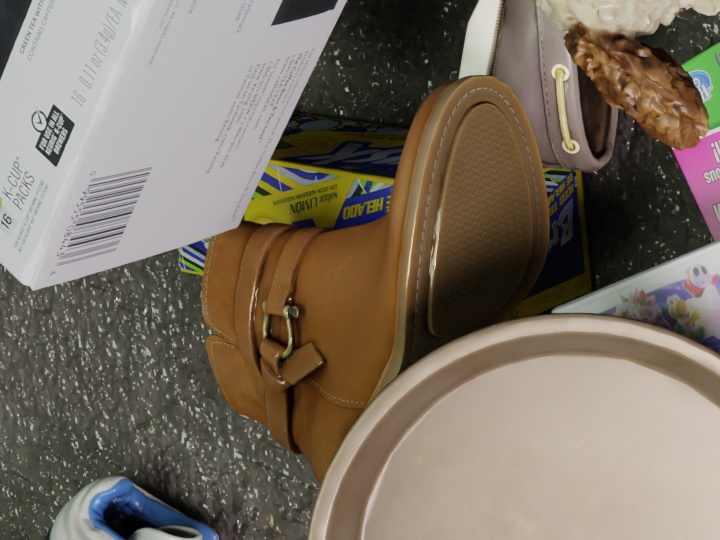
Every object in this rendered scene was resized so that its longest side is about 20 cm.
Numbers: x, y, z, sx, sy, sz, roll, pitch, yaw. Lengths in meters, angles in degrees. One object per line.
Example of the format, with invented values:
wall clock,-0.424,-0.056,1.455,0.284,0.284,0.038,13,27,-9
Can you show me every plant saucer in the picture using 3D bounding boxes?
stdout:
plant saucer,0.079,0.112,0.969,0.199,0.029,0.201,1,100,5

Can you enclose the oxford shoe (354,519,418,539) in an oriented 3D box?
oxford shoe,0.074,0.128,1.030,0.071,0.199,0.071,116,151,-42

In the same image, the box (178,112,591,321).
box,0.005,-0.024,1.157,0.200,0.070,0.065,11,114,46

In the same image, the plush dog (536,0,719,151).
plush dog,0.110,-0.141,0.905,0.172,0.160,0.201,-31,54,58

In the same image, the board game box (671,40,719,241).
board game box,0.205,-0.011,0.964,0.153,0.040,0.201,-32,80,48

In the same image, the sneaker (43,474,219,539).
sneaker,-0.102,0.201,1.347,0.200,0.080,0.147,55,141,26

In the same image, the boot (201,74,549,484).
boot,0.000,0.000,1.074,0.155,0.076,0.201,28,129,45

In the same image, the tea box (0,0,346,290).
tea box,-0.115,-0.138,1.032,0.197,0.133,0.200,42,124,23

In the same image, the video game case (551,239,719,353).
video game case,0.164,0.085,0.979,0.143,0.018,0.201,-24,85,38

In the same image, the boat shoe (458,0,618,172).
boat shoe,0.084,-0.137,1.034,0.059,0.072,0.201,17,112,23
